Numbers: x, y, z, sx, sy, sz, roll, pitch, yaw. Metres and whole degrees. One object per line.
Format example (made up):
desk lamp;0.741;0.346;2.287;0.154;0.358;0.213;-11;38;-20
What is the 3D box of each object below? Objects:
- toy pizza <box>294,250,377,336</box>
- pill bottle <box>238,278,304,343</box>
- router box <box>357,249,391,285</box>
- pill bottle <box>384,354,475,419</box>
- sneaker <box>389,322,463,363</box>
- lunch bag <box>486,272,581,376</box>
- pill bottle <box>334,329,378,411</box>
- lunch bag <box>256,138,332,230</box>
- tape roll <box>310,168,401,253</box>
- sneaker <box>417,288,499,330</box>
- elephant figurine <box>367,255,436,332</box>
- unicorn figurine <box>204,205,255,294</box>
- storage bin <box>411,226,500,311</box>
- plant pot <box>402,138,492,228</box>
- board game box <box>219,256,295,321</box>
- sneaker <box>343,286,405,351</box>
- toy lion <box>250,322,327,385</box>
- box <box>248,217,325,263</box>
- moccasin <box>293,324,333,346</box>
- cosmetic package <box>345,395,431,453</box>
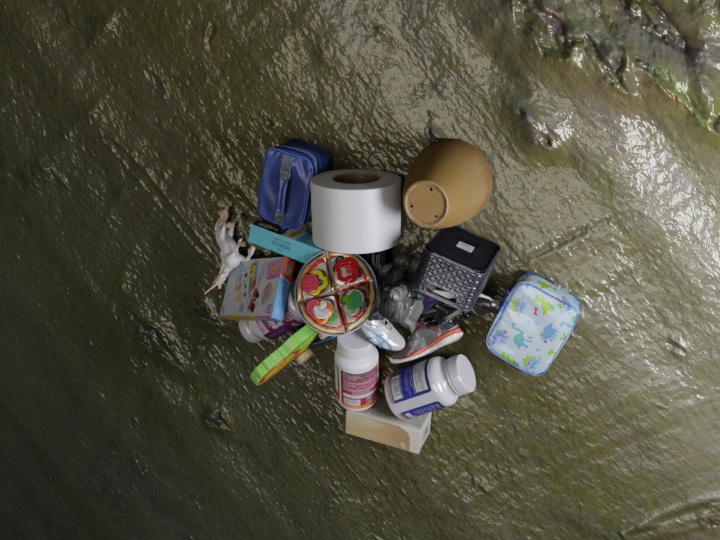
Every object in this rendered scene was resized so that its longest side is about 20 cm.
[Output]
toy pizza;-0.059;0.048;1.535;0.198;0.032;0.203;-1;82;11
pill bottle;-0.214;0.110;1.706;0.199;0.112;0.113;-30;96;29
router box;0.000;0.000;1.601;0.147;0.051;0.202;8;116;20
pill bottle;0.167;0.273;1.600;0.199;0.120;0.121;-24;99;29
sneaker;0.149;0.159;1.603;0.199;0.077;0.083;-28;78;24
lunch bag;0.375;0.115;1.470;0.160;0.082;0.202;28;118;10
pill bottle;-0.010;0.238;1.646;0.108;0.110;0.202;13;128;18
lunch bag;-0.160;-0.192;1.555;0.135;0.132;0.202;19;115;17
tape roll;-0.009;-0.135;1.474;0.200;0.203;0.141;8;113;20
sneaker;0.216;0.097;1.507;0.198;0.076;0.088;1;66;39
elephant figurine;0.077;0.068;1.461;0.140;0.201;0.156;-18;115;30
unicorn figurine;-0.332;-0.050;1.699;0.137;0.073;0.202;-36;51;35
storage bin;0.206;-0.011;1.426;0.134;0.200;0.095;24;117;13
plant pot;0.164;-0.163;1.389;0.184;0.200;0.189;8;112;19
board game box;-0.258;0.047;1.666;0.198;0.040;0.155;-2;70;41
sneaker;0.030;0.113;1.569;0.200;0.072;0.073;41;124;-3
toy lion;-0.172;0.194;1.602;0.069;0.191;0.200;50;131;9
box;-0.167;-0.071;1.635;0.198;0.082;0.050;21;115;15
moccasin;-0.096;0.139;1.686;0.199;0.080;0.069;-25;98;28
cosmetic package;0.070;0.381;1.693;0.198;0.105;0.072;11;114;21
